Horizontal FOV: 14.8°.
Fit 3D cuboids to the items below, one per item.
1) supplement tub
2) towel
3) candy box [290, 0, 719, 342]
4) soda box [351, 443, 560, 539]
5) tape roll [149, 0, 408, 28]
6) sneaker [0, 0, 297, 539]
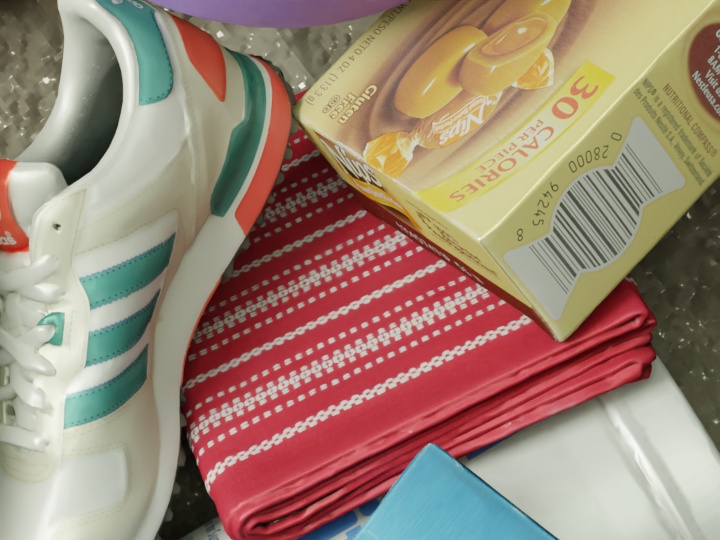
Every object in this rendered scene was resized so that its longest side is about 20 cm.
[{"bbox_3d":[0.023,0.113,0.874,0.199,0.132,0.132,-31,79,-3],"label":"supplement tub"},{"bbox_3d":[0.000,0.000,0.891,0.144,0.023,0.200,-25,36,-2],"label":"towel"},{"bbox_3d":[0.085,-0.085,0.848,0.200,0.055,0.115,-46,39,-6],"label":"candy box"},{"bbox_3d":[-0.017,0.149,0.759,0.068,0.064,0.200,37,76,7],"label":"soda box"},{"bbox_3d":[-0.022,-0.178,0.816,0.198,0.085,0.202,2,81,-11],"label":"tape roll"},{"bbox_3d":[-0.092,0.010,0.834,0.070,0.093,0.201,9,75,46],"label":"sneaker"}]
